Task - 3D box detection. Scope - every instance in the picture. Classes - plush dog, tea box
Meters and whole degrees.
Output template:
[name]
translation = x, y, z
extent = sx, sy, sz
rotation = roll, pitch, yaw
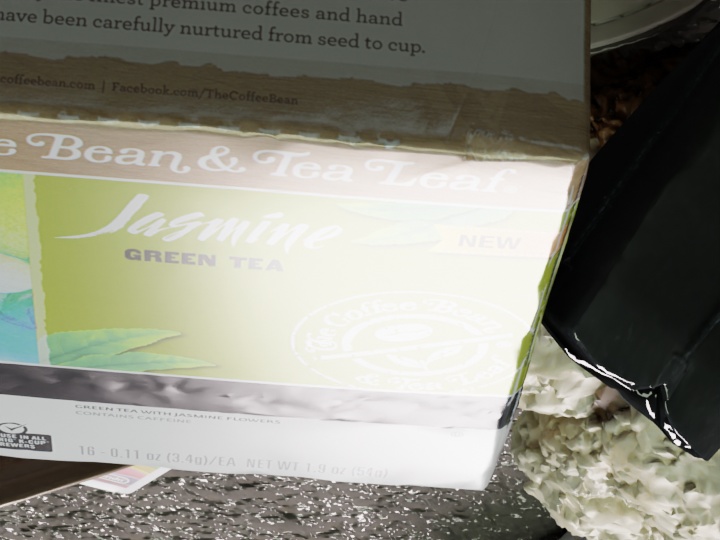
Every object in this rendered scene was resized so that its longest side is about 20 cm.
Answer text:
[plush dog]
translation = 0.094, 0.020, 0.868
extent = 0.171, 0.161, 0.200
rotation = 34, 115, -18
[tea box]
translation = -0.052, -0.045, 0.663
extent = 0.199, 0.134, 0.197
rotation = 4, 153, -2

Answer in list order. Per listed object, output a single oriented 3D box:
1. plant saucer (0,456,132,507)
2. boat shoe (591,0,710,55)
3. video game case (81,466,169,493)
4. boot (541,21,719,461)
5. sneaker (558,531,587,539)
[plant saucer]
translation = -0.148, 0.073, 0.948
extent = 0.199, 0.030, 0.200
rotation = -16, -179, 0
[boat shoe]
translation = 0.022, -0.089, 0.845
extent = 0.199, 0.072, 0.060
rotation = -6, 162, 16
[video game case]
translation = -0.099, 0.035, 1.013
extent = 0.143, 0.018, 0.200
rotation = 18, 148, -31
[boot]
translation = 0.155, -0.024, 0.783
extent = 0.165, 0.200, 0.066
rotation = 40, 173, -27
[sneaker]
translation = 0.103, 0.179, 1.225
extent = 0.099, 0.071, 0.200
rotation = 30, 139, -20
